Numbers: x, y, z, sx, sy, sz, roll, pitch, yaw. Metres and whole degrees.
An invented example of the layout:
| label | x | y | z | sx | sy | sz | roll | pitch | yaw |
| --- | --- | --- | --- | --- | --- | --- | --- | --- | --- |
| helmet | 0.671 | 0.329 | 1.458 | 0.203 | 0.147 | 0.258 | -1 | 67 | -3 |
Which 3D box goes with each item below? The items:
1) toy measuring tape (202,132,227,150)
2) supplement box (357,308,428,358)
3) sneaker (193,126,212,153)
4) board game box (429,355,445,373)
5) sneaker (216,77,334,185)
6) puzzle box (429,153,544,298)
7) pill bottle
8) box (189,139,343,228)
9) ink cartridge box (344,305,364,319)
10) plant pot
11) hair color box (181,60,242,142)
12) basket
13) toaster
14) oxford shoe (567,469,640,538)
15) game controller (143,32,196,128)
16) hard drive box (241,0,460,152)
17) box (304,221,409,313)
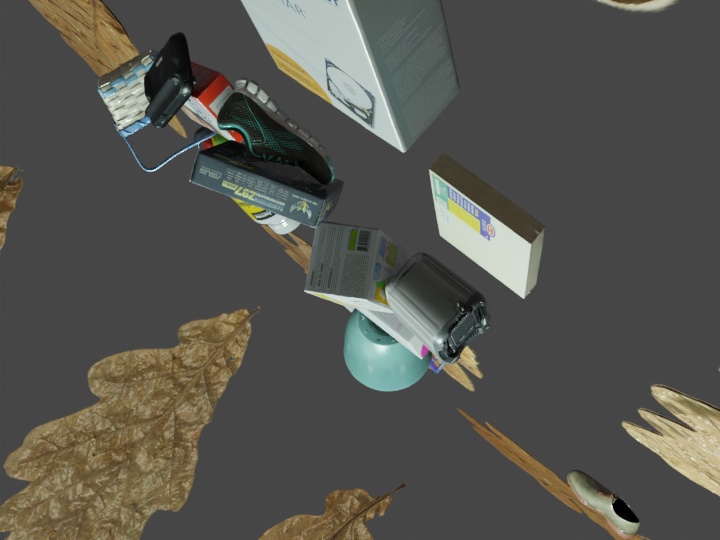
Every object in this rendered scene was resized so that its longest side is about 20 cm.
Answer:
| label | x | y | z | sx | sy | sz | roll | pitch | yaw |
| --- | --- | --- | --- | --- | --- | --- | --- | --- | --- |
| toy measuring tape | -0.286 | -0.250 | 1.705 | 0.074 | 0.074 | 0.200 | 46 | 175 | -32 |
| supplement box | 0.069 | 0.068 | 1.613 | 0.200 | 0.101 | 0.103 | 37 | 172 | 32 |
| sneaker | -0.354 | -0.282 | 1.880 | 0.082 | 0.070 | 0.200 | 36 | 170 | 19 |
| board game box | 0.130 | 0.180 | 2.163 | 0.200 | 0.045 | 0.134 | 37 | 171 | 33 |
| sneaker | -0.127 | -0.184 | 1.192 | 0.200 | 0.091 | 0.078 | 41 | 170 | -4 |
| puzzle box | 0.140 | -0.043 | 0.898 | 0.133 | 0.025 | 0.200 | 40 | 172 | 18 |
| pill bottle | -0.195 | -0.162 | 1.604 | 0.111 | 0.111 | 0.200 | 34 | 170 | 47 |
| box | -0.136 | -0.134 | 1.226 | 0.200 | 0.051 | 0.158 | 20 | -163 | 3 |
| ink cartridge box | 0.009 | 0.072 | 2.008 | 0.200 | 0.084 | 0.146 | 44 | 173 | -17 |
| plant pot | 0.057 | 0.139 | 1.760 | 0.200 | 0.201 | 0.161 | 39 | 160 | 22 |
| hair color box | -0.264 | -0.294 | 1.385 | 0.111 | 0.064 | 0.200 | 47 | 172 | -39 |
| basket | -0.388 | -0.309 | 1.552 | 0.200 | 0.176 | 0.139 | 60 | 180 | -25 |
| toaster | 0.117 | 0.056 | 1.252 | 0.129 | 0.114 | 0.200 | 41 | 176 | 22 |
| oxford shoe | 0.577 | 0.534 | 1.913 | 0.200 | 0.070 | 0.075 | 40 | 146 | 26 |
| game controller | -0.313 | -0.306 | 1.322 | 0.042 | 0.105 | 0.200 | 3 | 170 | -29 |
| hard drive box | -0.018 | -0.200 | 0.606 | 0.156 | 0.077 | 0.200 | 38 | 171 | 25 |
| box | 0.000 | 0.000 | 1.283 | 0.101 | 0.113 | 0.200 | 8 | 174 | 18 |
